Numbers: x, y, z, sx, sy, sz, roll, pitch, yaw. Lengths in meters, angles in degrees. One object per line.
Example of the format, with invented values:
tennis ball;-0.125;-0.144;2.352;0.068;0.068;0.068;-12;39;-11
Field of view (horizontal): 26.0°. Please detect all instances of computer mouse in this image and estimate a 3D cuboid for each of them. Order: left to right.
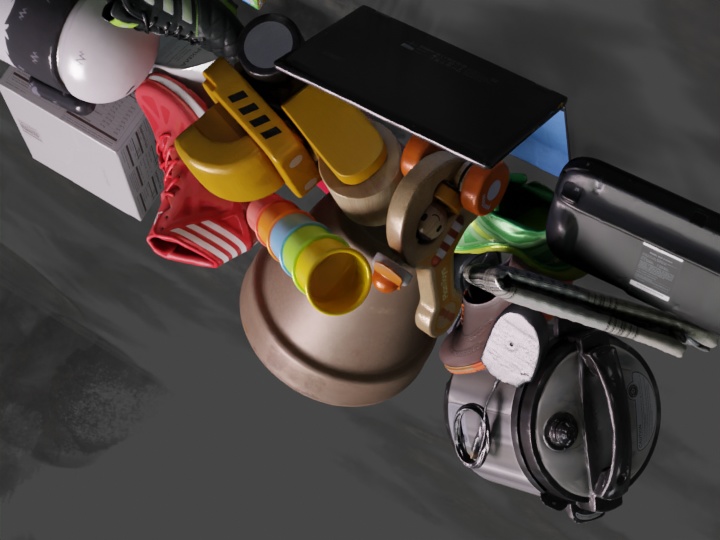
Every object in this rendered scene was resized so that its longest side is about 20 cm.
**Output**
computer mouse;0.133;0.108;1.473;0.058;0.034;0.201;35;129;19

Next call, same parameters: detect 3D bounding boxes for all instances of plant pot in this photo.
plant pot;0.000;0.000;1.469;0.199;0.201;0.175;32;141;3

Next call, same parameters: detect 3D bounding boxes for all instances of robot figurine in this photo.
robot figurine;-0.283;-0.240;1.484;0.199;0.125;0.150;28;166;21

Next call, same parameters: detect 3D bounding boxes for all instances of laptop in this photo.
laptop;0.056;-0.113;1.213;0.186;0.200;0.117;27;129;20

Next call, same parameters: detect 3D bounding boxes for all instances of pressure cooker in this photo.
pressure cooker;0.199;0.144;1.553;0.176;0.179;0.200;43;162;-23

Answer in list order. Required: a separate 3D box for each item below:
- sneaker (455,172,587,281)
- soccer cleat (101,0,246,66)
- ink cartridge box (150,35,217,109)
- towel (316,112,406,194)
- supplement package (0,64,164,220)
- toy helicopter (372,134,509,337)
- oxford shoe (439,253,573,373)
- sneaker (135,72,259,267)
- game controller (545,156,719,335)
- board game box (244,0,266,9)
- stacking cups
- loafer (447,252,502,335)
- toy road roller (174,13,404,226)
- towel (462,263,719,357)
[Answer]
sneaker;0.122;-0.054;1.347;0.199;0.074;0.084;15;141;37
soccer cleat;-0.175;-0.232;1.365;0.200;0.081;0.067;39;163;-20
ink cartridge box;-0.118;-0.142;1.515;0.199;0.047;0.161;23;151;48
towel;-0.013;-0.109;1.515;0.144;0.023;0.200;39;163;-22
supplement package;-0.286;-0.169;1.710;0.155;0.111;0.200;30;163;9
toy helicopter;0.055;-0.009;1.280;0.079;0.132;0.201;29;148;27
oxford shoe;0.123;0.036;1.508;0.072;0.072;0.200;27;140;-16
sneaker;-0.175;-0.089;1.477;0.200;0.115;0.078;48;159;15
game controller;0.238;-0.014;1.221;0.199;0.042;0.105;27;145;16
board game box;-0.142;-0.300;1.154;0.199;0.057;0.165;32;162;6
stacking cups;-0.050;-0.019;1.363;0.060;0.061;0.200;41;179;-26
loafer;0.103;0.005;1.565;0.063;0.072;0.200;52;166;22
toy road roller;-0.064;-0.102;1.327;0.200;0.146;0.123;48;178;19
towel;0.191;0.034;1.332;0.198;0.035;0.193;15;180;-5
